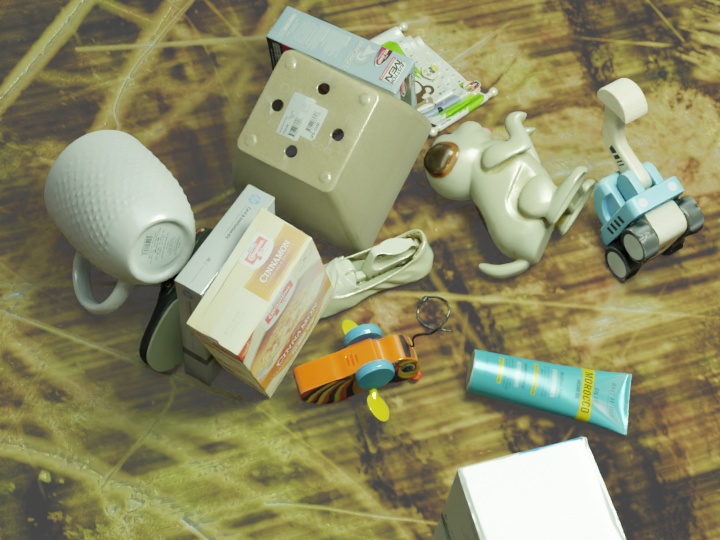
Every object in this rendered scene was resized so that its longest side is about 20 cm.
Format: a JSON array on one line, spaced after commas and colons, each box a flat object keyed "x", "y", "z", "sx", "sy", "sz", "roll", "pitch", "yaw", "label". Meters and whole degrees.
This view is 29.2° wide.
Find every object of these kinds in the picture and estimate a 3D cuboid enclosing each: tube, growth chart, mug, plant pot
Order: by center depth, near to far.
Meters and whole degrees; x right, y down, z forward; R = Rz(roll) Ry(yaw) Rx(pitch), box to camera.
[{"x": 0.226, "y": 0.141, "z": 1.658, "sx": 0.197, "sy": 0.050, "sz": 0.078, "roll": 12, "pitch": 70, "yaw": -2, "label": "tube"}, {"x": -0.290, "y": -0.043, "z": 1.667, "sx": 0.147, "sy": 0.202, "sz": 0.175, "roll": 15, "pitch": 19, "yaw": -44, "label": "mug"}, {"x": -0.048, "y": -0.160, "z": 1.708, "sx": 0.198, "sy": 0.177, "sz": 0.201, "roll": 27, "pitch": 85, "yaw": 12, "label": "plant pot"}, {"x": 0.072, "y": -0.264, "z": 1.920, "sx": 0.144, "sy": 0.018, "sz": 0.200, "roll": -39, "pitch": 67, "yaw": -24, "label": "growth chart"}]

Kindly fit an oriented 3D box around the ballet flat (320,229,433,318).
[{"x": 0.000, "y": 0.000, "z": 1.716, "sx": 0.198, "sy": 0.070, "sz": 0.070, "roll": -22, "pitch": 61, "yaw": -17, "label": "ballet flat"}]

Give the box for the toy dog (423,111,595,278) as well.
[{"x": 0.176, "y": -0.109, "z": 1.773, "sx": 0.199, "sy": 0.139, "sz": 0.195, "roll": 36, "pitch": 103, "yaw": 17, "label": "toy dog"}]

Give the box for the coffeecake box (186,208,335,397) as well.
[{"x": -0.108, "y": 0.041, "z": 1.579, "sx": 0.073, "sy": 0.200, "sz": 0.154, "roll": 29, "pitch": 78, "yaw": 15, "label": "coffeecake box"}]

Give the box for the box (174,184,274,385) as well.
[{"x": -0.154, "y": 0.019, "z": 1.612, "sx": 0.041, "sy": 0.201, "sz": 0.156, "roll": 26, "pitch": 58, "yaw": 15, "label": "box"}]

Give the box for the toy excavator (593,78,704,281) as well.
[{"x": 0.336, "y": -0.115, "z": 1.726, "sx": 0.099, "sy": 0.195, "sz": 0.201, "roll": -28, "pitch": 77, "yaw": -19, "label": "toy excavator"}]

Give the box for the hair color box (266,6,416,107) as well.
[{"x": -0.024, "y": -0.268, "z": 1.856, "sx": 0.198, "sy": 0.099, "sz": 0.061, "roll": 25, "pitch": 66, "yaw": 16, "label": "hair color box"}]

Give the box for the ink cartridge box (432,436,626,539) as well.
[{"x": 0.176, "y": 0.295, "z": 1.459, "sx": 0.145, "sy": 0.201, "sz": 0.146, "roll": -13, "pitch": 61, "yaw": -12, "label": "ink cartridge box"}]

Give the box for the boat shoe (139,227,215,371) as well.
[{"x": -0.211, "y": 0.034, "z": 1.683, "sx": 0.063, "sy": 0.074, "sz": 0.203, "roll": 10, "pitch": 60, "yaw": 36, "label": "boat shoe"}]

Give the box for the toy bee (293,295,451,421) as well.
[{"x": 0.027, "y": 0.117, "z": 1.635, "sx": 0.198, "sy": 0.109, "sz": 0.132, "roll": -7, "pitch": 63, "yaw": 21, "label": "toy bee"}]
